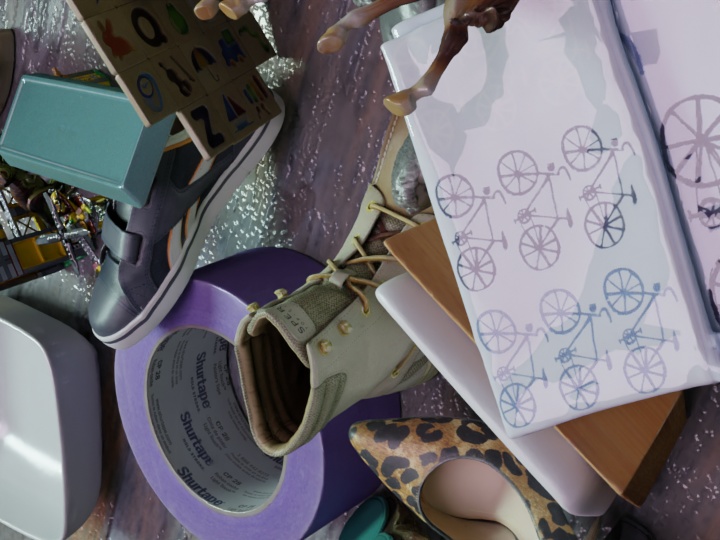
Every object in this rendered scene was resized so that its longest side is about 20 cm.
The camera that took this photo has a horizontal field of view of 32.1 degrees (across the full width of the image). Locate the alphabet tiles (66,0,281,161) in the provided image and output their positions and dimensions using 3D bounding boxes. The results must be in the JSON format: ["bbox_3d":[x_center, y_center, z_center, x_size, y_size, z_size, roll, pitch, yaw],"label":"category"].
[{"bbox_3d":[-0.121,-0.166,0.748,0.006,0.166,0.201,-26,101,30],"label":"alphabet tiles"}]

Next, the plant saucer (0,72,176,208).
[{"bbox_3d":[-0.185,-0.091,0.819,0.199,0.019,0.071,18,88,50],"label":"plant saucer"}]

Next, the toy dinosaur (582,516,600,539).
[{"bbox_3d":[0.086,0.233,0.804,0.200,0.058,0.102,-34,81,42],"label":"toy dinosaur"}]

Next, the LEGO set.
[{"bbox_3d":[-0.260,-0.060,0.951,0.199,0.115,0.155,-12,97,42],"label":"LEGO set"}]

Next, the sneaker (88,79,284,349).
[{"bbox_3d":[-0.135,-0.049,0.815,0.078,0.079,0.201,32,91,51],"label":"sneaker"}]

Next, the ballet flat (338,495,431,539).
[{"bbox_3d":[0.024,0.190,0.786,0.065,0.200,0.071,34,89,-3],"label":"ballet flat"}]

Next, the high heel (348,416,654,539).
[{"bbox_3d":[0.067,0.153,0.696,0.199,0.143,0.072,24,119,9],"label":"high heel"}]

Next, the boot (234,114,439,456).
[{"bbox_3d":[0.000,0.000,0.727,0.072,0.154,0.202,25,120,31],"label":"boot"}]

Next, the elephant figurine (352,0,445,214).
[{"bbox_3d":[0.048,-0.159,0.633,0.141,0.155,0.201,36,121,14],"label":"elephant figurine"}]

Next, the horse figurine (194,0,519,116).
[{"bbox_3d":[0.009,-0.144,0.532,0.199,0.133,0.050,31,168,39],"label":"horse figurine"}]

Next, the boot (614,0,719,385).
[{"bbox_3d":[0.166,-0.075,0.522,0.174,0.069,0.200,46,112,16],"label":"boot"}]

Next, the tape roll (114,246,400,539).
[{"bbox_3d":[-0.075,0.091,0.872,0.199,0.085,0.202,16,116,36],"label":"tape roll"}]

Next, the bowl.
[{"bbox_3d":[-0.292,0.114,1.071,0.199,0.074,0.202,17,116,34],"label":"bowl"}]

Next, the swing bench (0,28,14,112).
[{"bbox_3d":[-0.391,-0.188,0.963,0.129,0.198,0.202,-18,94,42],"label":"swing bench"}]

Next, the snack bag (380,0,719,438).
[{"bbox_3d":[0.118,-0.045,0.501,0.199,0.021,0.190,-19,85,29],"label":"snack bag"}]

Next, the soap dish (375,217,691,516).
[{"bbox_3d":[0.098,0.049,0.648,0.081,0.200,0.157,-43,71,2],"label":"soap dish"}]
